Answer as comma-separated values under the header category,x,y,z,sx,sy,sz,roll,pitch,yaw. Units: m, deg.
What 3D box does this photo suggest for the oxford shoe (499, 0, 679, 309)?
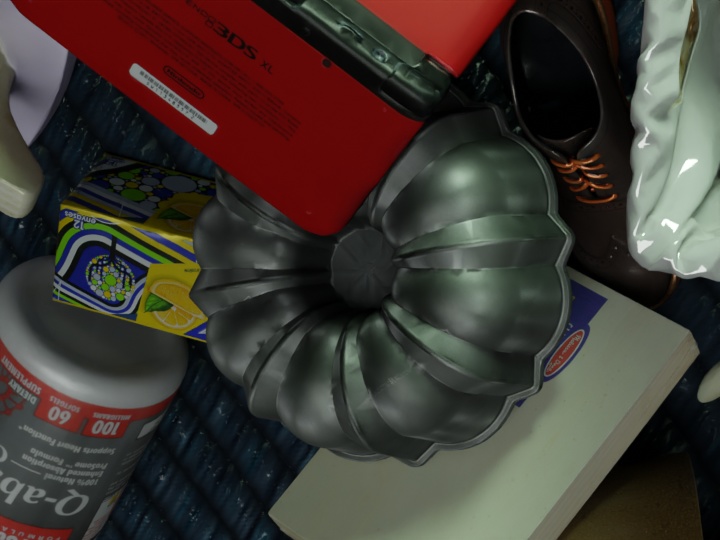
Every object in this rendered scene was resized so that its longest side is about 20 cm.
category,x,y,z,sx,sy,sz,roll,pitch,yaw
oxford shoe,0.110,-0.058,1.169,0.071,0.073,0.200,-13,113,24

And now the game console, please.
category,x,y,z,sx,sy,sz,roll,pitch,yaw
game console,-0.036,-0.147,1.071,0.200,0.119,0.172,37,137,-1

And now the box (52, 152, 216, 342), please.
category,x,y,z,sx,sy,sz,roll,pitch,yaw
box,-0.062,0.000,1.258,0.200,0.070,0.064,14,121,10

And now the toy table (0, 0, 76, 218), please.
category,x,y,z,sx,sy,sz,roll,pitch,yaw
toy table,-0.235,-0.105,1.229,0.184,0.117,0.200,19,123,7

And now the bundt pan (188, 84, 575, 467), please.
category,x,y,z,sx,sy,sz,roll,pitch,yaw
bundt pan,0.000,0.000,1.140,0.202,0.076,0.202,0,91,25

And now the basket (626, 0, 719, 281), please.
category,x,y,z,sx,sy,sz,roll,pitch,yaw
basket,0.225,-0.093,0.977,0.200,0.161,0.198,6,96,13

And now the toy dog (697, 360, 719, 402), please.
category,x,y,z,sx,sy,sz,roll,pitch,yaw
toy dog,0.247,0.147,1.201,0.194,0.140,0.200,20,126,0

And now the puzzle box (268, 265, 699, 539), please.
category,x,y,z,sx,sy,sz,roll,pitch,yaw
puzzle box,0.063,0.083,1.178,0.133,0.200,0.025,30,163,37

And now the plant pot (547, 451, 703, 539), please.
category,x,y,z,sx,sy,sz,roll,pitch,yaw
plant pot,0.078,0.194,1.207,0.200,0.186,0.186,-4,117,3

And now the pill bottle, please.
category,x,y,z,sx,sy,sz,roll,pitch,yaw
pill bottle,-0.186,0.099,1.325,0.116,0.116,0.200,30,123,0
